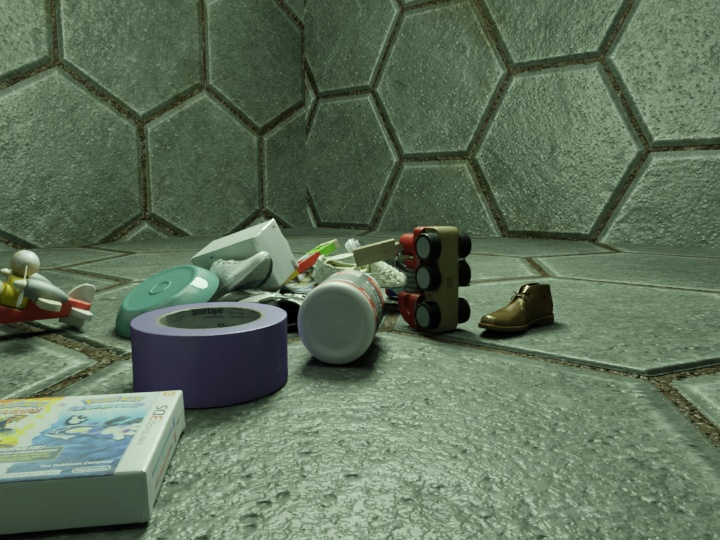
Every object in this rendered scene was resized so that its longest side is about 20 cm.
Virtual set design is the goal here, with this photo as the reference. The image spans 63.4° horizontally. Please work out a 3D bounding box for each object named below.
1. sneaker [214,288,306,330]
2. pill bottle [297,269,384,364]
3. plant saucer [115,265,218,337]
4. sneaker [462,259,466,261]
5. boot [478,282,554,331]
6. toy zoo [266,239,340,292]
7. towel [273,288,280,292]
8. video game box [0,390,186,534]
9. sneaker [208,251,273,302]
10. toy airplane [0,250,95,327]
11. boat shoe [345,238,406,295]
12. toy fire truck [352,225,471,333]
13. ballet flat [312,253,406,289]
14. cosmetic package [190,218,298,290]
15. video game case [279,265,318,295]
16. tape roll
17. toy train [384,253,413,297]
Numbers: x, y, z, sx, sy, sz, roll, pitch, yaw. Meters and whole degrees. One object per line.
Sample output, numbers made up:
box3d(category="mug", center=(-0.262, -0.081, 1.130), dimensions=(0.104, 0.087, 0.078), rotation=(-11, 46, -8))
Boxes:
box3d(category="sneaker", center=(-0.170, 0.071, 1.024), dimensions=(0.194, 0.068, 0.091), rotation=(2, 5, 0))
box3d(category="pill bottle", center=(-0.022, 0.062, 0.903), dimensions=(0.113, 0.119, 0.200), rotation=(1, 8, 8))
box3d(category="plant saucer", center=(-0.350, 0.043, 1.039), dimensions=(0.195, 0.037, 0.201), rotation=(-16, 27, 8))
box3d(category="sneaker", center=(0.186, -0.006, 1.514), dimensions=(0.194, 0.083, 0.074), rotation=(0, 7, 3))
box3d(category="boot", center=(0.276, 0.065, 1.035), dimensions=(0.197, 0.078, 0.073), rotation=(-9, 13, -41))
box3d(category="toy zoo", center=(-0.144, -0.002, 1.256), dimensions=(0.198, 0.021, 0.131), rotation=(-35, 8, -18))
box3d(category="towel", center=(-0.282, 0.036, 1.354), dimensions=(0.196, 0.050, 0.111), rotation=(-5, 9, -34))
box3d(category="video game box", center=(-0.263, 0.157, 0.500), dimensions=(0.194, 0.048, 0.182), rotation=(-1, 5, -9))
box3d(category="sneaker", center=(-0.246, 0.011, 1.101), dimensions=(0.198, 0.089, 0.074), rotation=(-31, -17, 27))
box3d(category="toy airplane", center=(-0.560, 0.037, 1.006), dimensions=(0.194, 0.145, 0.199), rotation=(1, 7, 9))
box3d(category="boat shoe", center=(0.058, -0.014, 1.243), dimensions=(0.199, 0.068, 0.072), rotation=(39, 19, 5))
box3d(category="toy fire truck", center=(0.088, 0.009, 1.055), dimensions=(0.126, 0.181, 0.198), rotation=(-6, 9, -32))
box3d(category="ballet flat", center=(0.000, 0.000, 1.174), dimensions=(0.194, 0.074, 0.072), rotation=(2, 8, -2))
box3d(category="cosmetic package", center=(-0.233, -0.016, 1.175), dimensions=(0.197, 0.114, 0.081), rotation=(-15, 22, 38))
box3d(category="video game case", center=(-0.056, 0.030, 1.226), dimensions=(0.176, 0.026, 0.200), rotation=(5, 16, 10))
box3d(category="tape roll", center=(-0.191, 0.101, 0.752), dimensions=(0.194, 0.087, 0.200), rotation=(1, 8, 0))
box3d(category="toy train", center=(0.136, -0.004, 1.369), dimensions=(0.083, 0.119, 0.198), rotation=(6, 10, 34))
